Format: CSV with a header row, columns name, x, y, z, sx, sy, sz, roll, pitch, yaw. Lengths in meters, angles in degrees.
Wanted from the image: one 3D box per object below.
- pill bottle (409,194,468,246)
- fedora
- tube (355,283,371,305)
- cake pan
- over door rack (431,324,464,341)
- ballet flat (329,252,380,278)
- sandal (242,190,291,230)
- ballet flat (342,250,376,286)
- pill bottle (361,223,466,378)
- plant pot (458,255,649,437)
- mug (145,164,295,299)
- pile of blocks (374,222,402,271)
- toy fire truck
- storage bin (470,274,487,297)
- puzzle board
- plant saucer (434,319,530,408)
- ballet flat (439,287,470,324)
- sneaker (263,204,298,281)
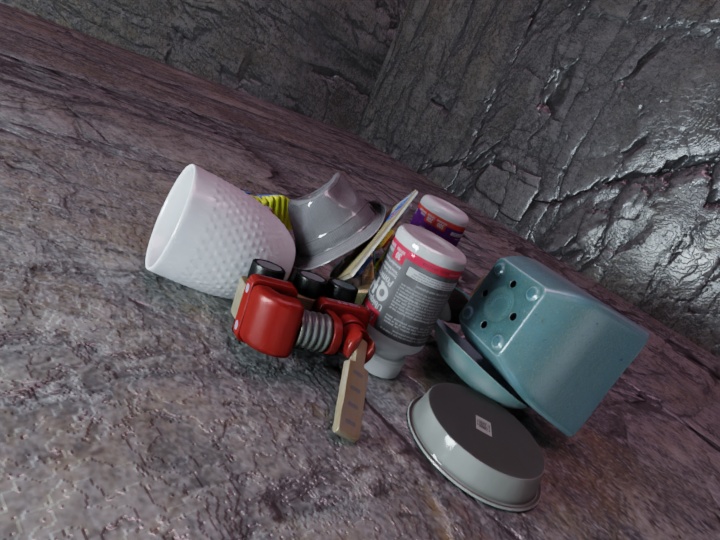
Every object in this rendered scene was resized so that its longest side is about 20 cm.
name,x,y,z,sx,sy,sz,roll,pitch,yaw
pill bottle,0.141,-0.048,1.116,0.110,0.204,0.113,22,18,-8
fedora,-0.052,-0.087,0.804,0.092,0.173,0.201,61,10,-16
tube,0.031,0.047,0.840,0.197,0.053,0.058,-16,52,-39
cake pan,0.155,0.218,0.685,0.196,0.037,0.201,24,19,-8
over door rack,0.170,0.077,1.038,0.197,0.068,0.147,7,27,-46
ballet flat,0.004,0.000,1.019,0.073,0.076,0.200,29,20,11
sandal,-0.209,-0.123,1.041,0.086,0.082,0.198,21,7,37
ballet flat,0.000,0.000,0.915,0.069,0.070,0.206,13,64,-33
pill bottle,0.061,0.047,0.749,0.108,0.204,0.111,23,17,-8
plant pot,0.268,0.090,0.809,0.198,0.199,0.196,31,10,-30
mug,-0.197,-0.037,0.746,0.173,0.152,0.198,26,-15,-31
pile of blocks,0.052,-0.031,1.007,0.062,0.082,0.202,39,30,-14
toy fire truck,-0.059,0.091,0.635,0.172,0.132,0.200,15,11,-29
storage bin,0.381,0.104,1.216,0.196,0.096,0.199,10,24,-40
puzzle board,0.015,-0.040,0.798,0.017,0.152,0.200,40,-12,-6
plant saucer,0.180,0.156,0.831,0.200,0.039,0.201,41,5,-4
ballet flat,0.129,0.048,0.941,0.067,0.070,0.200,-22,34,-20
sneaker,-0.137,-0.045,0.930,0.110,0.073,0.202,16,28,-18
